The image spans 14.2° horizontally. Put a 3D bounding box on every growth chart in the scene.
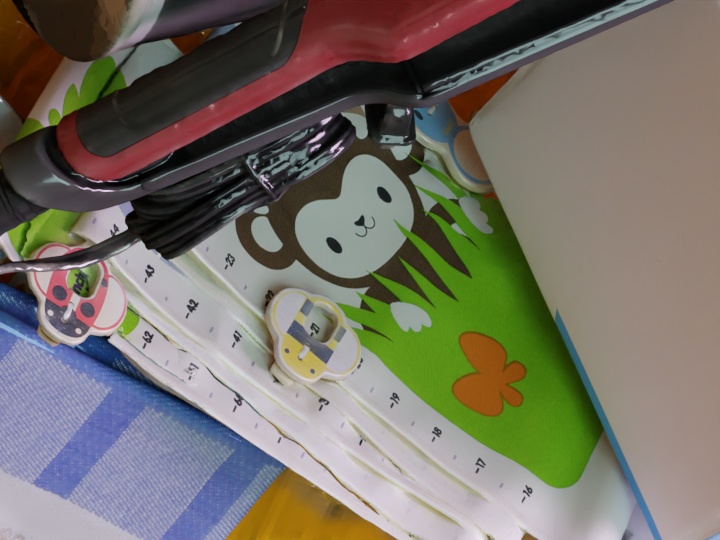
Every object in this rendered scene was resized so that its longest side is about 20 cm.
[{"bbox_3d":[0.000,0.000,0.731,0.200,0.018,0.145,31,50,-15],"label":"growth chart"}]

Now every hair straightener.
[{"bbox_3d":[-0.004,-0.034,0.642,0.200,0.041,0.077,-32,153,3],"label":"hair straightener"}]

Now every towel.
[{"bbox_3d":[-0.128,0.088,0.721,0.147,0.024,0.200,30,110,-28],"label":"towel"}]

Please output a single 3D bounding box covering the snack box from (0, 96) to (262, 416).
[{"bbox_3d":[-0.122,0.006,0.723,0.116,0.037,0.200,-47,122,-3],"label":"snack box"}]

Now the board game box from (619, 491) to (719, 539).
[{"bbox_3d":[0.145,0.054,0.783,0.200,0.200,0.026,-25,148,-28],"label":"board game box"}]

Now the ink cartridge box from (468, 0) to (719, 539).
[{"bbox_3d":[0.156,-0.031,0.732,0.199,0.125,0.129,-18,77,-28],"label":"ink cartridge box"}]

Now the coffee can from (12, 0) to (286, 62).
[{"bbox_3d":[0.012,-0.141,0.679,0.199,0.146,0.147,-14,113,-22],"label":"coffee can"}]
